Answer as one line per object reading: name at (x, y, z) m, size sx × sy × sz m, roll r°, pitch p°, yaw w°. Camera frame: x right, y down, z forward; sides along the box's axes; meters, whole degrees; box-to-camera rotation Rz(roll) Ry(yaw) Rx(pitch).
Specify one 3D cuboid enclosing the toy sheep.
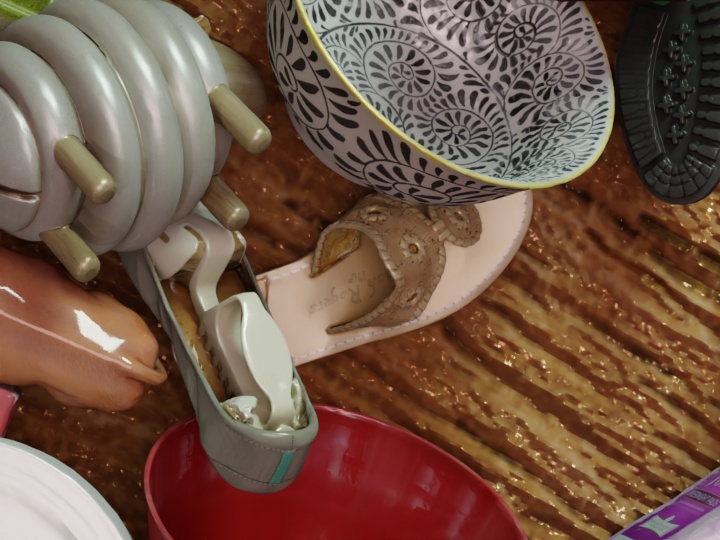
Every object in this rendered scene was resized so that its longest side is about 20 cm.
toy sheep at (-0.130, -0.067, 1.332) m, size 0.199 × 0.138 × 0.139 m, roll -16°, pitch 96°, yaw -38°

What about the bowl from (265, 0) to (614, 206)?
bowl at (0.022, -0.102, 1.391) m, size 0.200 × 0.094 × 0.202 m, roll 22°, pitch 48°, yaw -26°

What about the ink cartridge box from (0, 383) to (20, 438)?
ink cartridge box at (-0.272, 0.126, 1.381) m, size 0.146 × 0.083 × 0.201 m, roll 21°, pitch 89°, yaw -9°

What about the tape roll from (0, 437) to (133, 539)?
tape roll at (-0.195, 0.177, 1.304) m, size 0.201 × 0.071 × 0.204 m, roll 0°, pitch 86°, yaw -3°

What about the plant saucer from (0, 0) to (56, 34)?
plant saucer at (-0.187, -0.204, 1.341) m, size 0.199 × 0.048 × 0.201 m, roll 21°, pitch 90°, yaw -44°

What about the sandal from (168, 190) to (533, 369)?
sandal at (0.002, 0.005, 1.421) m, size 0.211 × 0.070 × 0.078 m, roll -26°, pitch 96°, yaw -6°

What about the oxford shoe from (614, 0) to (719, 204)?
oxford shoe at (0.178, -0.129, 1.427) m, size 0.072 × 0.084 × 0.201 m, roll -1°, pitch 78°, yaw 28°

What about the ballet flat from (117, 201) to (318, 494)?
ballet flat at (-0.069, 0.014, 1.373) m, size 0.067 × 0.064 × 0.201 m, roll -9°, pitch 60°, yaw -29°

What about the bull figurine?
bull figurine at (-0.187, 0.014, 1.365) m, size 0.199 × 0.121 × 0.065 m, roll 30°, pitch 86°, yaw -3°

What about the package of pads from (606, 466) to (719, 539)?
package of pads at (0.169, 0.164, 1.427) m, size 0.199 × 0.120 × 0.076 m, roll -31°, pitch 97°, yaw -5°

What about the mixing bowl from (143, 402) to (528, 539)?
mixing bowl at (-0.024, 0.165, 1.381) m, size 0.199 × 0.200 × 0.109 m, roll 14°, pitch 118°, yaw -8°
